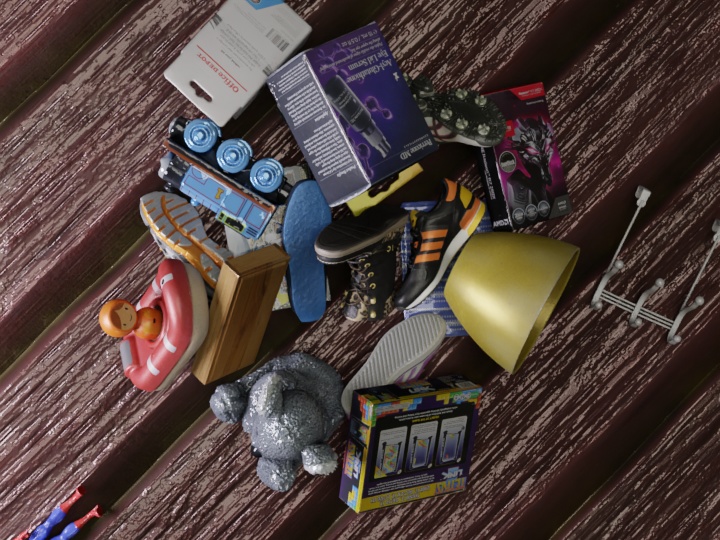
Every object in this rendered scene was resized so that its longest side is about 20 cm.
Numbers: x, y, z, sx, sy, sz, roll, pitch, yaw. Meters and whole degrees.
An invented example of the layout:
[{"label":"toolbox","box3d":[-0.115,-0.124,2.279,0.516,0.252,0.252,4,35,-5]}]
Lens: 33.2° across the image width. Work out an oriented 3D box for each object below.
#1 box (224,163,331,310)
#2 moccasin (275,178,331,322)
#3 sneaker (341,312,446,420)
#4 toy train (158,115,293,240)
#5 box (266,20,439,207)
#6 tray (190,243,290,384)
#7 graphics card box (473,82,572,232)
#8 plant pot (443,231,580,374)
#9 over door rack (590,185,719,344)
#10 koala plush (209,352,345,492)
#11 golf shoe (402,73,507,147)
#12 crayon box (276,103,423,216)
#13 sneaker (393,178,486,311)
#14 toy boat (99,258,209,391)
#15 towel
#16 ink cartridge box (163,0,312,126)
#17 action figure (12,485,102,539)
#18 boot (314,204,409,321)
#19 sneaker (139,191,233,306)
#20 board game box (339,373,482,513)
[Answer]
[{"label":"box","box3d":[-0.125,-0.044,1.749,0.135,0.038,0.202,-10,93,-5]},{"label":"moccasin","box3d":[-0.085,-0.031,1.687,0.080,0.068,0.202,2,104,-15]},{"label":"sneaker","box3d":[0.056,0.157,1.760,0.200,0.115,0.072,-43,51,-14]},{"label":"toy train","box3d":[-0.191,-0.131,1.682,0.199,0.087,0.115,31,95,-4]},{"label":"box","box3d":[-0.010,-0.212,1.641,0.147,0.104,0.201,-32,96,-38]},{"label":"tray","box3d":[-0.167,0.062,1.672,0.037,0.098,0.201,39,129,25]},{"label":"graphics card box","box3d":[0.228,-0.164,1.749,0.124,0.051,0.202,-15,95,-33]},{"label":"plant pot","box3d":[0.203,0.024,1.707,0.141,0.200,0.201,29,89,13]},{"label":"over door rack","box3d":[0.446,-0.009,1.790,0.146,0.067,0.202,23,90,-6]},{"label":"koala plush","box3d":[-0.099,0.205,1.680,0.183,0.200,0.178,-36,94,-3]},{"label":"golf shoe","box3d":[0.122,-0.213,1.709,0.199,0.089,0.077,27,60,28]},{"label":"crayon box","box3d":[-0.016,-0.191,1.748,0.126,0.051,0.201,-34,94,-4]},{"label":"sneaker","box3d":[0.093,-0.040,1.730,0.090,0.070,0.201,38,82,-12]},{"label":"toy boat","box3d":[-0.295,0.070,1.653,0.130,0.131,0.200,11,134,-35]},{"label":"towel","box3d":[0.129,-0.003,1.786,0.143,0.024,0.203,-4,94,-7]},{"label":"ink cartridge box","box3d":[-0.176,-0.301,1.700,0.116,0.067,0.200,42,75,-6]},{"label":"action figure","box3d":[-0.464,0.397,1.732,0.200,0.052,0.066,-42,99,0]},{"label":"boot","box3d":[0.000,0.000,1.686,0.073,0.200,0.152,17,115,24]},{"label":"sneaker","box3d":[-0.251,-0.028,1.722,0.078,0.077,0.200,-31,76,-41]},{"label":"board game box","box3d":[0.072,0.242,1.708,0.198,0.057,0.167,-4,111,-35]}]
